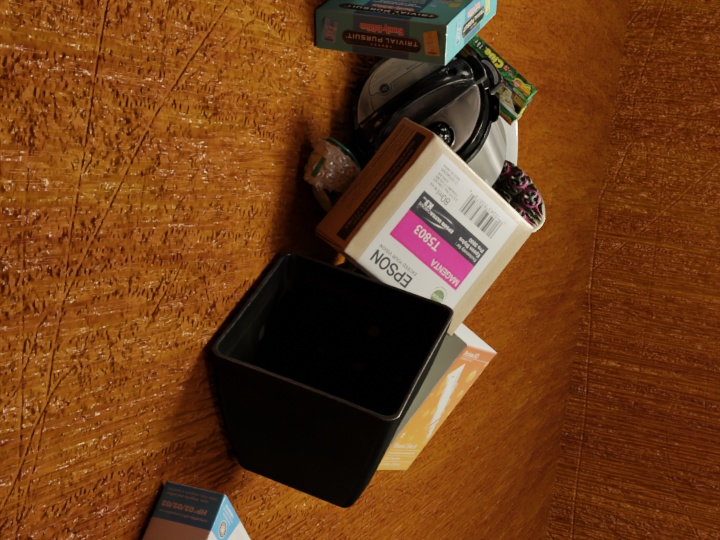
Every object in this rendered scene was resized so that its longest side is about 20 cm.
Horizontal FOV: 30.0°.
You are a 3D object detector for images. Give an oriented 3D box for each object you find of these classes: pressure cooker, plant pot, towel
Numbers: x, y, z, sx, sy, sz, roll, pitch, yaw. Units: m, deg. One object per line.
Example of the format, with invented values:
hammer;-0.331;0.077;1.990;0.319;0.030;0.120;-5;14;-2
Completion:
pressure cooker;0.084;-0.175;1.625;0.200;0.178;0.177;46;59;-69
plant pot;-0.036;0.129;1.426;0.200;0.199;0.178;-56;161;-52
towel;-0.012;0.108;1.625;0.153;0.023;0.200;-54;176;29

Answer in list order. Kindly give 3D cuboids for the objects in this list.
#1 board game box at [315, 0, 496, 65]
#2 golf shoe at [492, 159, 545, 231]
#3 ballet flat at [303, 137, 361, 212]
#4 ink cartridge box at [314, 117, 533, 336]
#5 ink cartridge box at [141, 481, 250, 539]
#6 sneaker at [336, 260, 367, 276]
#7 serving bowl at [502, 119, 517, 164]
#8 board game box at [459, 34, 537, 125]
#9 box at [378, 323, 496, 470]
board game box;0.056;-0.292;1.519;0.200;0.150;0.047;-51;147;-55
golf shoe;0.164;-0.107;1.740;0.073;0.200;0.092;-47;150;-8
ballet flat;-0.019;-0.092;1.556;0.200;0.072;0.072;42;60;-63
ink cartridge box;0.075;-0.046;1.517;0.200;0.075;0.165;38;89;-36
ink cartridge box;-0.177;0.318;1.270;0.115;0.068;0.200;74;31;-53
sneaker;0.000;0.000;1.609;0.200;0.095;0.080;-45;118;-45
serving bowl;0.166;-0.188;1.867;0.200;0.066;0.201;0;90;-70
board game box;0.130;-0.268;1.669;0.023;0.200;0.105;-45;175;-9
box;0.062;0.149;1.715;0.200;0.097;0.124;-54;157;8
